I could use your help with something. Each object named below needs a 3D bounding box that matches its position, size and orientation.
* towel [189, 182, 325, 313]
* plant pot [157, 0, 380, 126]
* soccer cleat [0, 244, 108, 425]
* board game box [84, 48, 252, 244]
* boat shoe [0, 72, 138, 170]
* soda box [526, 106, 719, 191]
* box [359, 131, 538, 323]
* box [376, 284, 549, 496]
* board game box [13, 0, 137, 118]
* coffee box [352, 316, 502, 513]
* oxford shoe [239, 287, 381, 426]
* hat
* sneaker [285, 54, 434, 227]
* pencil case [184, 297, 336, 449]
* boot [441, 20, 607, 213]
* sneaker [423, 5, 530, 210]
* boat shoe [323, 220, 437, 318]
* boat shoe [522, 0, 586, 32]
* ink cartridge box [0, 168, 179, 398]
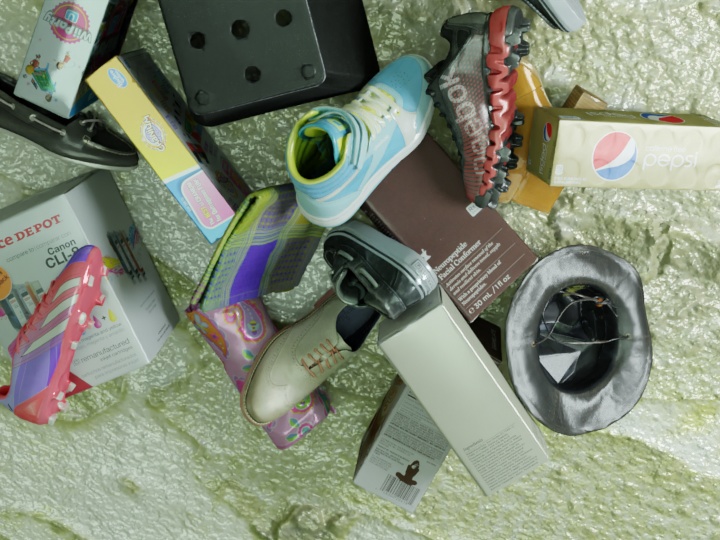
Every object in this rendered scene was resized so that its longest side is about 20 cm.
[{"bbox_3d":[-0.090,-0.027,1.218,0.023,0.200,0.144,35,107,17],"label":"towel"},{"bbox_3d":[-0.101,-0.245,1.157,0.198,0.178,0.201,-12,106,8],"label":"plant pot"},{"bbox_3d":[-0.310,0.061,1.177,0.076,0.067,0.201,21,110,2],"label":"soccer cleat"},{"bbox_3d":[-0.189,-0.131,1.210,0.040,0.153,0.201,-35,100,8],"label":"board game box"},{"bbox_3d":[-0.328,-0.161,1.260,0.198,0.067,0.057,19,112,3],"label":"boat shoe"},{"bbox_3d":[0.272,-0.121,1.185,0.198,0.064,0.068,1,109,-16],"label":"soda box"},{"bbox_3d":[0.081,-0.052,1.228,0.100,0.075,0.200,-43,90,-4],"label":"box"},{"bbox_3d":[0.103,0.121,1.186,0.082,0.068,0.201,-31,103,11],"label":"box"},{"bbox_3d":[-0.268,-0.268,1.181,0.064,0.148,0.201,23,108,-5],"label":"board game box"},{"bbox_3d":[0.073,0.145,1.291,0.079,0.114,0.201,27,106,-4],"label":"coffee box"},{"bbox_3d":[-0.049,0.085,1.254,0.071,0.074,0.200,47,70,-19],"label":"oxford shoe"},{"bbox_3d":[0.217,0.071,1.261,0.199,0.081,0.203,-2,94,-25],"label":"hat"},{"bbox_3d":[0.003,-0.142,1.129,0.079,0.131,0.201,31,81,17],"label":"sneaker"},{"bbox_3d":[-0.110,0.100,1.311,0.087,0.088,0.201,-31,102,13],"label":"pencil case"},{"bbox_3d":[0.142,-0.153,1.217,0.200,0.071,0.145,28,107,-8],"label":"boot"},{"bbox_3d":[0.110,-0.160,1.155,0.097,0.071,0.202,8,114,17],"label":"sneaker"},{"bbox_3d":[0.000,0.000,1.203,0.071,0.200,0.072,-40,111,-14],"label":"boat shoe"},{"bbox_3d":[0.141,-0.306,1.179,0.071,0.072,0.200,-42,89,24],"label":"boat shoe"},{"bbox_3d":[-0.312,0.014,1.270,0.144,0.145,0.201,-22,103,12],"label":"ink cartridge box"}]
